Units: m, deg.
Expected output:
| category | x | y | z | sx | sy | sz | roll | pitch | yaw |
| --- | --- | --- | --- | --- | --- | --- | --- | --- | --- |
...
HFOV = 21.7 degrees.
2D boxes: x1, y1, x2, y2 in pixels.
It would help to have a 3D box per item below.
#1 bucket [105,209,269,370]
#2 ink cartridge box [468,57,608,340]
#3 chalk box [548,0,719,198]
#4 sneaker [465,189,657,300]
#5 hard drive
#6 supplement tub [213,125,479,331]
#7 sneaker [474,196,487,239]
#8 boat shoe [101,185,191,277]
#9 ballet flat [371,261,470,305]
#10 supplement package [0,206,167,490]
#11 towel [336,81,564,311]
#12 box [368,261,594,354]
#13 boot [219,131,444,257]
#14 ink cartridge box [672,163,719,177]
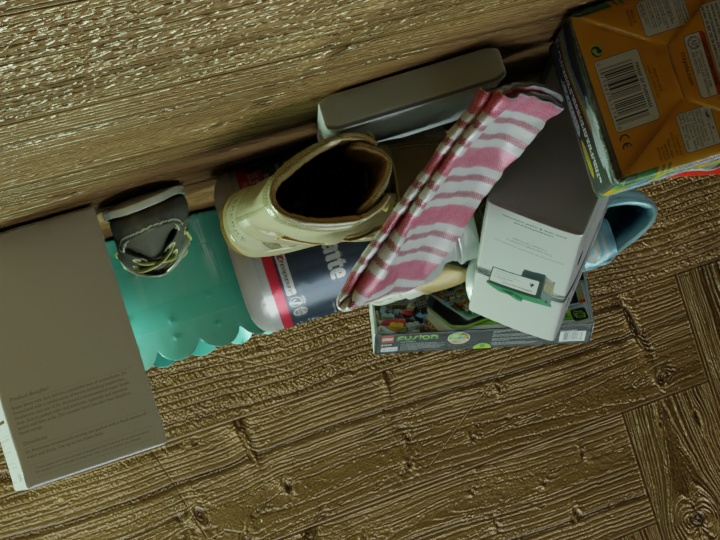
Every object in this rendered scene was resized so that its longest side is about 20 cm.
| category | x | y | z | sx | sy | sz | roll | pitch | yaw |
| --- | --- | --- | --- | --- | --- | --- | --- | --- | --- |
| bucket | -0.188 | 0.024 | 1.911 | 0.206 | 0.136 | 0.207 | -17 | 178 | 0 |
| ink cartridge box | 0.156 | -0.053 | 1.539 | 0.084 | 0.147 | 0.200 | 21 | 155 | 9 |
| chalk box | 0.214 | -0.130 | 1.349 | 0.123 | 0.125 | 0.200 | -17 | 179 | 2 |
| sneaker | 0.181 | -0.026 | 1.662 | 0.200 | 0.074 | 0.082 | -34 | -157 | -28 |
| hard drive | 0.033 | -0.121 | 1.392 | 0.131 | 0.027 | 0.200 | -17 | 178 | -2 |
| supplement tub | -0.012 | -0.041 | 1.572 | 0.199 | 0.141 | 0.140 | -18 | 178 | -2 |
| sneaker | 0.104 | -0.080 | 1.720 | 0.087 | 0.076 | 0.200 | -7 | -148 | 46 |
| boat shoe | -0.175 | -0.030 | 1.583 | 0.072 | 0.061 | 0.202 | -17 | 178 | -7 |
| ballet flat | 0.000 | 0.000 | 1.677 | 0.199 | 0.063 | 0.069 | 14 | 176 | 14 |
| supplement package | -0.249 | 0.066 | 1.529 | 0.121 | 0.201 | 0.120 | -17 | 178 | -16 |
| towel | 0.065 | -0.052 | 1.364 | 0.200 | 0.030 | 0.146 | -55 | 165 | 18 |
| box | 0.106 | 0.017 | 1.716 | 0.199 | 0.111 | 0.035 | -3 | 146 | -4 |
| boot | 0.007 | -0.065 | 1.369 | 0.199 | 0.073 | 0.155 | -13 | 176 | -18 |
| ink cartridge box | 0.255 | -0.096 | 1.666 | 0.160 | 0.048 | 0.200 | -2 | 164 | 44 |
